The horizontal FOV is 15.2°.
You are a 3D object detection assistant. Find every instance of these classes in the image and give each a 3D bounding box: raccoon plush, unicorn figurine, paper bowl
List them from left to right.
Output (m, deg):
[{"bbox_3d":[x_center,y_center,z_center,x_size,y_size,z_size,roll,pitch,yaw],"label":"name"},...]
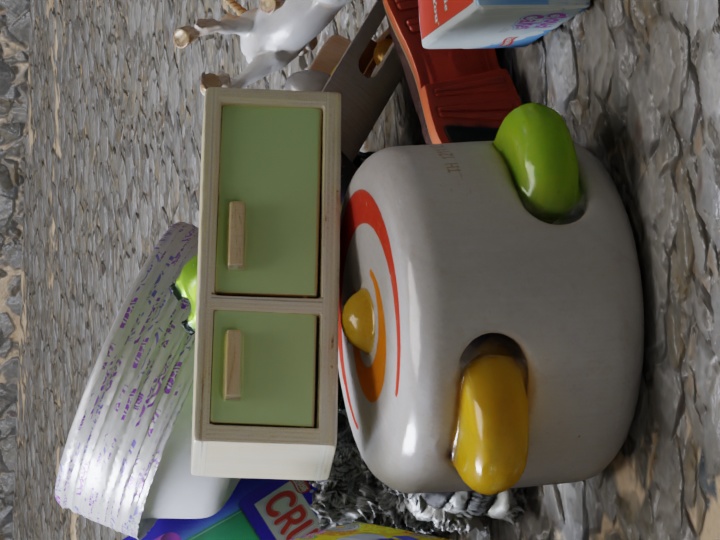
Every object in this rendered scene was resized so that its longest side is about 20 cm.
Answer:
[{"bbox_3d":[-0.112,0.079,1.740,0.201,0.104,0.201,25,-90,-87],"label":"paper bowl"},{"bbox_3d":[-0.052,-0.160,1.669,0.200,0.137,0.074,-22,90,42],"label":"unicorn figurine"},{"bbox_3d":[0.056,0.118,1.639,0.200,0.134,0.097,-14,-87,-70],"label":"raccoon plush"}]

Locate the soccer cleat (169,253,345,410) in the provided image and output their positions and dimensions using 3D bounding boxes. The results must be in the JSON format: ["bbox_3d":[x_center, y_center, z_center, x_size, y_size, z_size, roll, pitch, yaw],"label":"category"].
[{"bbox_3d":[-0.037,0.038,1.623,0.200,0.081,0.068,44,-161,-54],"label":"soccer cleat"}]

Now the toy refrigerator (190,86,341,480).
[{"bbox_3d":[-0.050,0.005,1.440,0.070,0.076,0.201,104,169,-69],"label":"toy refrigerator"}]

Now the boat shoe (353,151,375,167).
[{"bbox_3d":[-0.016,-0.057,1.820,0.060,0.076,0.200,61,162,-18],"label":"boat shoe"}]

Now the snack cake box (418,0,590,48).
[{"bbox_3d":[0.071,-0.230,1.479,0.115,0.067,0.201,158,108,-73],"label":"snack cake box"}]

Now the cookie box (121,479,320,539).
[{"bbox_3d":[-0.065,0.222,1.764,0.171,0.200,0.075,59,177,43],"label":"cookie box"}]

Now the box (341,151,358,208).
[{"bbox_3d":[0.000,0.000,1.631,0.200,0.040,0.137,48,159,2],"label":"box"}]

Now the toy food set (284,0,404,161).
[{"bbox_3d":[-0.019,-0.119,1.710,0.144,0.060,0.200,-60,9,-19],"label":"toy food set"}]

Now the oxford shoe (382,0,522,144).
[{"bbox_3d":[0.048,-0.129,1.588,0.073,0.071,0.201,100,164,-62],"label":"oxford shoe"}]

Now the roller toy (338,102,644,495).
[{"bbox_3d":[0.058,0.026,1.423,0.182,0.139,0.201,133,133,-71],"label":"roller toy"}]

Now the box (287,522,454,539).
[{"bbox_3d":[0.035,0.248,1.413,0.199,0.122,0.194,7,101,41],"label":"box"}]
